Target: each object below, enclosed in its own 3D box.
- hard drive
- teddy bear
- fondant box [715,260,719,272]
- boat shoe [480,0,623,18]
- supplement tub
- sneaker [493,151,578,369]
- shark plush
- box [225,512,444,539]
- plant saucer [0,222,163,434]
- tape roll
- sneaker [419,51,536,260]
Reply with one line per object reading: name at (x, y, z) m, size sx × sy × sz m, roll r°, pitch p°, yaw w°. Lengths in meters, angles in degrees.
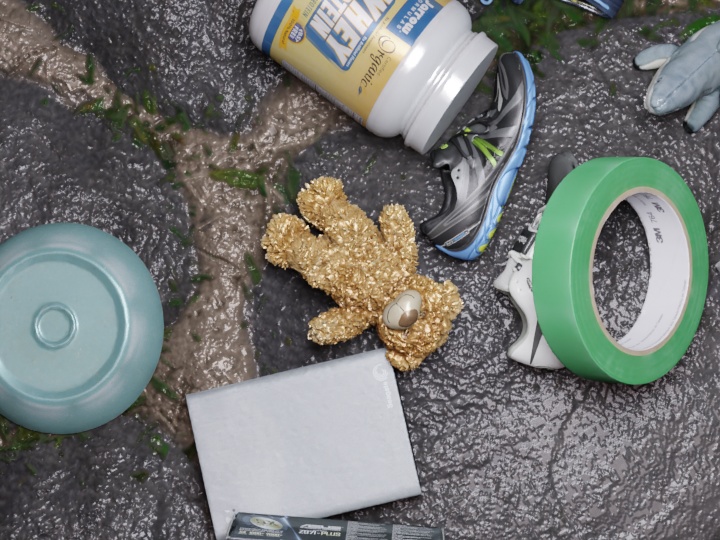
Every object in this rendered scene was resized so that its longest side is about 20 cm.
hard drive at (-0.052, 0.162, 1.679) m, size 0.198 × 0.033 × 0.141 m, roll -13°, pitch 85°, yaw 1°
teddy bear at (0.000, 0.000, 1.658) m, size 0.144 × 0.067 × 0.201 m, roll -27°, pitch 74°, yaw -13°
fondant box at (0.451, -0.006, 1.657) m, size 0.199 × 0.058 × 0.145 m, roll -35°, pitch 85°, yaw -1°
boat shoe at (0.155, -0.282, 1.681) m, size 0.198 × 0.084 × 0.070 m, roll 11°, pitch 89°, yaw 6°
supplement tub at (0.012, -0.215, 1.650) m, size 0.199 × 0.145 × 0.145 m, roll 36°, pitch 88°, yaw 5°
sneaker at (0.168, -0.010, 1.655) m, size 0.087 × 0.074 × 0.203 m, roll 1°, pitch 85°, yaw 0°
shark plush at (0.347, -0.202, 1.664) m, size 0.198 × 0.083 × 0.092 m, roll -27°, pitch 85°, yaw 0°
box at (-0.026, 0.315, 1.624) m, size 0.197 × 0.086 × 0.166 m, roll 3°, pitch 98°, yaw 2°
plant saucer at (-0.286, 0.053, 1.697) m, size 0.197 × 0.036 × 0.203 m, roll 0°, pitch 85°, yaw 3°
tape roll at (0.235, 0.000, 1.608) m, size 0.048 × 0.199 × 0.203 m, roll 3°, pitch 94°, yaw 47°
sneaker at (0.110, -0.112, 1.674) m, size 0.082 × 0.071 × 0.202 m, roll 20°, pitch 90°, yaw -2°
